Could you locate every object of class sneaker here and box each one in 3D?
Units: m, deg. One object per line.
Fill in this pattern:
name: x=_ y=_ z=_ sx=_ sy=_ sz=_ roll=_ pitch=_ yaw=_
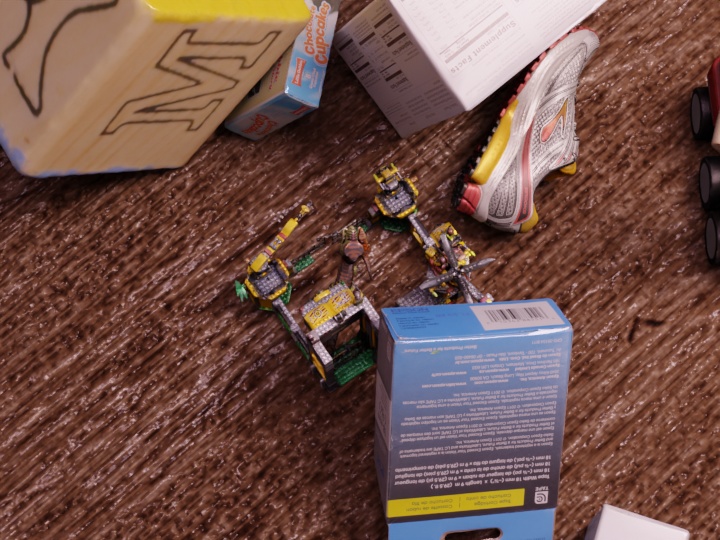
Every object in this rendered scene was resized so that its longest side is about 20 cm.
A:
sneaker: x=0.155 y=-0.120 z=1.261 sx=0.082 sy=0.078 sz=0.201 roll=31 pitch=78 yaw=-5

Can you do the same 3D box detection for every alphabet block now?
alphabet block: x=-0.197 y=-0.213 z=1.186 sx=0.200 sy=0.196 sz=0.196 roll=-42 pitch=72 yaw=34

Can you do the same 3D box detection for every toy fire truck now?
toy fire truck: x=0.322 y=-0.107 z=1.177 sx=0.127 sy=0.200 sz=0.178 roll=-2 pitch=72 yaw=0

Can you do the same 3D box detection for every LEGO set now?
LEGO set: x=0.000 y=0.000 z=1.194 sx=0.199 sy=0.116 sz=0.155 roll=-24 pitch=73 yaw=-7

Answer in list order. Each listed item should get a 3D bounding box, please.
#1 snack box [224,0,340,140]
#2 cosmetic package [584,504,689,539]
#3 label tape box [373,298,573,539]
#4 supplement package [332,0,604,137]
snack box: x=-0.059 y=-0.223 z=1.268 sx=0.037 sy=0.116 sz=0.202 roll=20 pitch=71 yaw=-27
cosmetic package: x=0.184 y=0.290 z=1.107 sx=0.071 sy=0.102 sz=0.202 roll=17 pitch=73 yaw=7
label tape box: x=0.084 y=0.128 z=1.153 sx=0.143 sy=0.063 sz=0.202 roll=-3 pitch=113 yaw=-12
supplement package: x=0.085 y=-0.207 z=1.197 sx=0.155 sy=0.200 sz=0.111 roll=-39 pitch=98 yaw=-11
